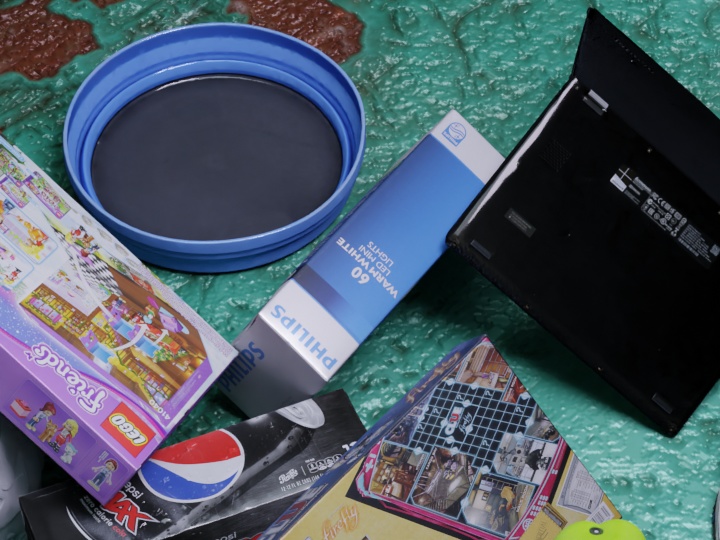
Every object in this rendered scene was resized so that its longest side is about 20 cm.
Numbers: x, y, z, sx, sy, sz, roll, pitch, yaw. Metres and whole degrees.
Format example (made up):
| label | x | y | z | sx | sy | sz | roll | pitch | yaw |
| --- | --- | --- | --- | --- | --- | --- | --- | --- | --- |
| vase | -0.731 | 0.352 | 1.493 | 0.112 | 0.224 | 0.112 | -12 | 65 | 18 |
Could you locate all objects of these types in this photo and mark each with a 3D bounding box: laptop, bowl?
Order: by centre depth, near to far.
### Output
| label | x | y | z | sx | sy | sz | roll | pitch | yaw |
| --- | --- | --- | --- | --- | --- | --- | --- | --- | --- |
| laptop | 0.169 | -0.036 | 1.400 | 0.187 | 0.116 | 0.200 | 40 | 82 | -9 |
| bowl | -0.095 | -0.081 | 1.482 | 0.199 | 0.039 | 0.201 | 0 | 50 | 0 |

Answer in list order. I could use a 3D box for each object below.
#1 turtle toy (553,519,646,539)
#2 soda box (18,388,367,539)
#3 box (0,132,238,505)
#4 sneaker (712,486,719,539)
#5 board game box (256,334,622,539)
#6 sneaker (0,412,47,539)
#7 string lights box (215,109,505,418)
| label | x | y | z | sx | sy | sz | roll | pitch | yaw |
| --- | --- | --- | --- | --- | --- | --- | --- | --- | --- |
| turtle toy | 0.104 | 0.221 | 1.160 | 0.145 | 0.101 | 0.201 | 25 | 52 | -6 |
| soda box | -0.088 | 0.139 | 1.275 | 0.199 | 0.071 | 0.063 | -18 | 48 | -15 |
| box | -0.177 | 0.021 | 1.259 | 0.200 | 0.039 | 0.137 | 43 | 34 | -2 |
| sneaker | 0.245 | 0.106 | 1.298 | 0.075 | 0.077 | 0.201 | 4 | 51 | 1 |
| board game box | 0.039 | 0.150 | 1.241 | 0.200 | 0.035 | 0.136 | -42 | 100 | -30 |
| sneaker | -0.251 | 0.152 | 1.266 | 0.075 | 0.115 | 0.200 | 39 | 94 | 29 |
| string lights box | 0.000 | 0.000 | 1.364 | 0.059 | 0.103 | 0.200 | 43 | 59 | -1 |
